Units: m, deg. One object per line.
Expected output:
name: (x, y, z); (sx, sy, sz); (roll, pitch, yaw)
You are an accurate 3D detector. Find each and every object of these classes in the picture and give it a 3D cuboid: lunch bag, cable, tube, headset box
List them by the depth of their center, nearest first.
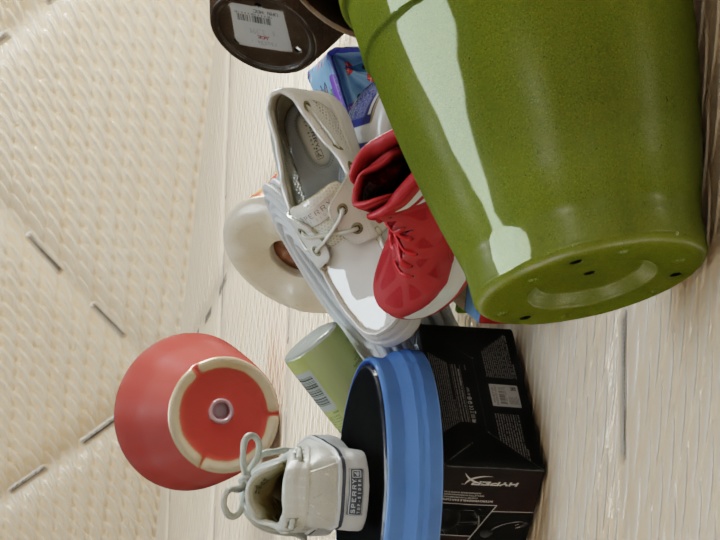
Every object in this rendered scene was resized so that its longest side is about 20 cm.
headset box: (0.066, 0.162, 1.672); (0.149, 0.077, 0.201); (-99, 17, -50)
cable: (0.000, 0.000, 1.770); (0.200, 0.069, 0.200); (52, 173, 19)
tube: (0.018, 0.132, 1.808); (0.052, 0.201, 0.058); (-27, 13, 38)
lunch bag: (0.022, -0.094, 2.053); (0.151, 0.093, 0.202); (164, 96, -82)

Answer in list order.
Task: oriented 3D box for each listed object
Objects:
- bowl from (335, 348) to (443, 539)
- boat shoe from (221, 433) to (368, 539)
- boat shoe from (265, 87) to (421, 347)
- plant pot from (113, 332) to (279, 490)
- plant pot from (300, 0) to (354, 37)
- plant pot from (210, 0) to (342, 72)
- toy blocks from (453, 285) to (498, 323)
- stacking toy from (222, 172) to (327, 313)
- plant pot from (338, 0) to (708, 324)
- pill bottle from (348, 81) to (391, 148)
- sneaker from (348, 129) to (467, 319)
bowl: (0.017, 0.155, 1.629); (0.201, 0.039, 0.202); (-176, 90, -79)
boat shoe: (-0.054, 0.152, 1.629); (0.202, 0.085, 0.075); (175, 99, -79)
boat shoe: (-0.021, -0.038, 1.636); (0.069, 0.071, 0.201); (14, -133, -60)
plant pot: (-0.191, 0.175, 2.888); (0.177, 0.199, 0.202); (173, 101, -72)
plant pot: (0.034, -0.253, 1.790); (0.200, 0.185, 0.189); (28, -115, -85)
plant pot: (-0.050, -0.270, 1.960); (0.187, 0.186, 0.201); (108, -177, -56)
toy blocks: (0.097, -0.046, 1.565); (0.137, 0.099, 0.202); (-137, 50, -63)
stacking toy: (-0.031, -0.073, 2.201); (0.147, 0.145, 0.201); (107, -172, -53)
plant pot: (0.104, -0.080, 1.276); (0.201, 0.199, 0.194); (119, 141, -68)
pill bottle: (0.049, -0.097, 1.749); (0.200, 0.115, 0.117); (-171, 85, -80)
sneaker: (0.025, -0.039, 1.501); (0.079, 0.115, 0.201); (61, 140, 32)
